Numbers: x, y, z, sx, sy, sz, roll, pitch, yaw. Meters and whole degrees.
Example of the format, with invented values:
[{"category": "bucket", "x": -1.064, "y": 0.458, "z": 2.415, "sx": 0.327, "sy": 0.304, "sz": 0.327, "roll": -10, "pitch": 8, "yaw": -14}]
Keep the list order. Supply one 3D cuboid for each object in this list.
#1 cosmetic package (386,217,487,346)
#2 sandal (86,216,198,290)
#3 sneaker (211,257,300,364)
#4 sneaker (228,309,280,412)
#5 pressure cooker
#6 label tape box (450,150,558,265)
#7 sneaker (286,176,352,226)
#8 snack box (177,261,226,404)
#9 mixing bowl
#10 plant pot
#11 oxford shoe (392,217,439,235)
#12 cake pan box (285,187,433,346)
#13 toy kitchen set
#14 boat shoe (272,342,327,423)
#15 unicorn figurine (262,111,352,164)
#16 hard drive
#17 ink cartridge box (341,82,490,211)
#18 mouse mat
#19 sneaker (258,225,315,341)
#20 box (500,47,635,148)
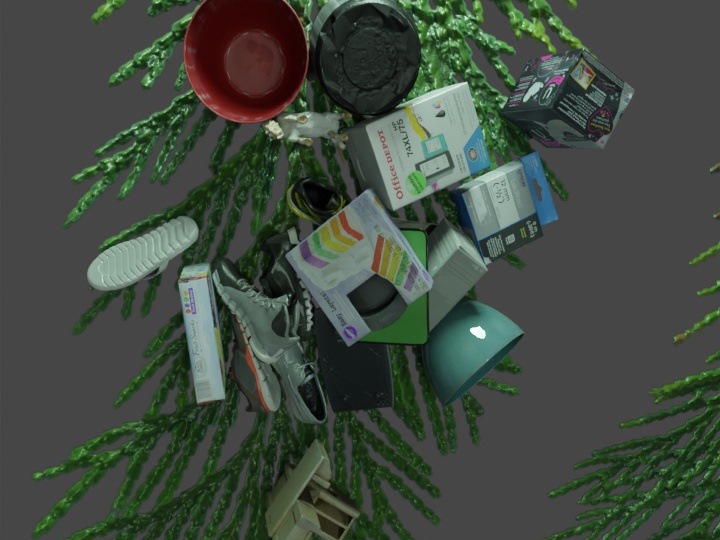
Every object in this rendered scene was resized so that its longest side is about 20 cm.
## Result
[{"category": "cosmetic package", "x": 0.123, "y": 0.023, "z": 1.182, "sx": 0.089, "sy": 0.108, "sz": 0.200, "roll": 34, "pitch": 109, "yaw": -28}, {"category": "sandal", "x": -0.359, "y": -0.018, "z": 1.115, "sx": 0.198, "sy": 0.083, "sz": 0.050, "roll": -28, "pitch": 148, "yaw": -10}, {"category": "sneaker", "x": -0.163, "y": 0.046, "z": 1.122, "sx": 0.114, "sy": 0.075, "sz": 0.203, "roll": -32, "pitch": 89, "yaw": 26}, {"category": "sneaker", "x": -0.208, "y": 0.162, "z": 1.176, "sx": 0.080, "sy": 0.077, "sz": 0.206, "roll": -17, "pitch": 92, "yaw": 14}, {"category": "pressure cooker", "x": 0.004, "y": -0.360, "z": 1.072, "sx": 0.171, "sy": 0.201, "sz": 0.182, "roll": 18, "pitch": 112, "yaw": -18}, {"category": "label tape box", "x": 0.286, "y": -0.121, "z": 1.255, "sx": 0.195, "sy": 0.066, "sz": 0.147, "roll": -24, "pitch": 105, "yaw": -7}, {"category": "sneaker", "x": -0.039, "y": -0.093, "z": 1.149, "sx": 0.196, "sy": 0.085, "sz": 0.076, "roll": 26, "pitch": 76, "yaw": -7}, {"category": "snack box", "x": -0.263, "y": 0.101, "z": 1.114, "sx": 0.051, "sy": 0.142, "sz": 0.207, "roll": -8, "pitch": 102, "yaw": -10}, {"category": "mixing bowl", "x": -0.177, "y": -0.339, "z": 1.068, "sx": 0.193, "sy": 0.108, "sz": 0.207, "roll": 0, "pitch": 99, "yaw": -1}, {"category": "plant pot", "x": 0.187, "y": 0.133, "z": 1.227, "sx": 0.199, "sy": 0.201, "sz": 0.136, "roll": -39, "pitch": 71, "yaw": -5}, {"category": "oxford shoe", "x": 0.076, "y": -0.058, "z": 1.217, "sx": 0.193, "sy": 0.058, "sz": 0.078, "roll": 0, "pitch": 102, "yaw": -13}, {"category": "cake pan box", "x": 0.000, "y": 0.000, "z": 1.105, "sx": 0.182, "sy": 0.052, "sz": 0.203, "roll": -33, "pitch": 96, "yaw": 18}, {"category": "toy kitchen set", "x": -0.054, "y": 0.424, "z": 1.192, "sx": 0.178, "sy": 0.200, "sz": 0.165, "roll": 35, "pitch": 91, "yaw": -17}, {"category": "boat shoe", "x": -0.106, "y": 0.186, "z": 1.195, "sx": 0.069, "sy": 0.070, "sz": 0.206, "roll": -33, "pitch": 113, "yaw": -39}, {"category": "unicorn figurine", "x": -0.070, "y": -0.231, "z": 1.085, "sx": 0.195, "sy": 0.137, "sz": 0.076, "roll": 12, "pitch": 96, "yaw": -30}, {"category": "hard drive", "x": -0.009, "y": 0.156, "z": 1.219, "sx": 0.130, "sy": 0.042, "sz": 0.207, "roll": -7, "pitch": 104, "yaw": 11}, {"category": "ink cartridge box", "x": 0.093, "y": -0.211, "z": 1.142, "sx": 0.196, "sy": 0.146, "sz": 0.151, "roll": -25, "pitch": 105, "yaw": -13}, {"category": "mouse mat", "x": 0.041, "y": 0.029, "z": 1.136, "sx": 0.156, "sy": 0.008, "sz": 0.207, "roll": 2, "pitch": 102, "yaw": 15}, {"category": "sneaker", "x": -0.134, "y": 0.029, "z": 1.177, "sx": 0.088, "sy": 0.066, "sz": 0.207, "roll": -11, "pitch": 98, "yaw": -9}, {"category": "box", "x": 0.359, "y": -0.295, "z": 1.173, "sx": 0.130, "sy": 0.200, "sz": 0.117, "roll": 30, "pitch": 94, "yaw": -17}]
